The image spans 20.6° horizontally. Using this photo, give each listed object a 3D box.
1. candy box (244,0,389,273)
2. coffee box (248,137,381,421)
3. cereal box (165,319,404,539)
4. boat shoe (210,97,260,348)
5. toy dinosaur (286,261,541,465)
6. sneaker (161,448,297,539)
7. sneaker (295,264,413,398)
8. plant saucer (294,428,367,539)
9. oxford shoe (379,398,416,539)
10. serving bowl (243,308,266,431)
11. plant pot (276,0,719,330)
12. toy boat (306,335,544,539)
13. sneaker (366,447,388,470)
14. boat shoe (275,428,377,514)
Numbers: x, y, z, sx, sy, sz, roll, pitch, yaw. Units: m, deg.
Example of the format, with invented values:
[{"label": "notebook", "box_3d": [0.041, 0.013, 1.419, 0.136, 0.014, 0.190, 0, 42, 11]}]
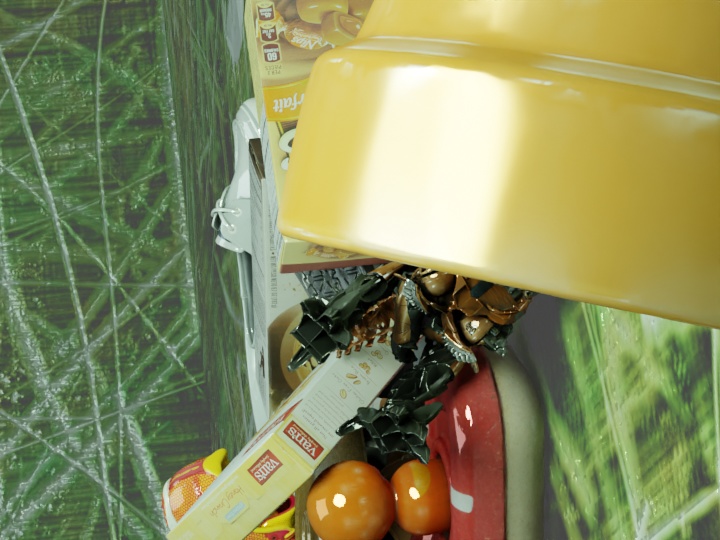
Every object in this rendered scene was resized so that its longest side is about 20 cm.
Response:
[{"label": "candy box", "box_3d": [-0.010, -0.103, 1.335, 0.055, 0.114, 0.202, 103, 160, -65]}, {"label": "coffee box", "box_3d": [-0.022, 0.003, 1.481, 0.080, 0.112, 0.202, -114, 22, -63]}, {"label": "cereal box", "box_3d": [-0.026, 0.088, 1.227, 0.144, 0.040, 0.200, -46, 0, 44]}, {"label": "boat shoe", "box_3d": [-0.080, -0.033, 1.534, 0.072, 0.068, 0.201, -131, 28, -59]}, {"label": "toy dinosaur", "box_3d": [0.038, 0.027, 1.068, 0.102, 0.136, 0.200, 41, 149, 9]}, {"label": "sneaker", "box_3d": [-0.059, 0.208, 1.468, 0.200, 0.077, 0.073, 40, -147, -31]}, {"label": "sneaker", "box_3d": [0.000, 0.000, 1.389, 0.083, 0.071, 0.202, 1, -111, -60]}, {"label": "plant saucer", "box_3d": [-0.021, 0.186, 1.368, 0.200, 0.035, 0.202, 179, 90, -82]}, {"label": "oxford shoe", "box_3d": [0.031, 0.152, 1.367, 0.201, 0.071, 0.072, -103, 11, -49]}, {"label": "serving bowl", "box_3d": [-0.073, 0.083, 1.977, 0.200, 0.065, 0.202, 174, 90, -81]}, {"label": "plant pot", "box_3d": [0.090, -0.081, 0.570, 0.200, 0.198, 0.185, -163, 85, -80]}, {"label": "toy boat", "box_3d": [0.033, 0.134, 1.147, 0.131, 0.130, 0.202, -119, 26, -68]}, {"label": "sneaker", "box_3d": [0.019, 0.203, 1.412, 0.201, 0.073, 0.080, -110, 5, -59]}, {"label": "boat shoe", "box_3d": [-0.011, 0.127, 1.562, 0.200, 0.065, 0.073, -57, -28, -58]}]
